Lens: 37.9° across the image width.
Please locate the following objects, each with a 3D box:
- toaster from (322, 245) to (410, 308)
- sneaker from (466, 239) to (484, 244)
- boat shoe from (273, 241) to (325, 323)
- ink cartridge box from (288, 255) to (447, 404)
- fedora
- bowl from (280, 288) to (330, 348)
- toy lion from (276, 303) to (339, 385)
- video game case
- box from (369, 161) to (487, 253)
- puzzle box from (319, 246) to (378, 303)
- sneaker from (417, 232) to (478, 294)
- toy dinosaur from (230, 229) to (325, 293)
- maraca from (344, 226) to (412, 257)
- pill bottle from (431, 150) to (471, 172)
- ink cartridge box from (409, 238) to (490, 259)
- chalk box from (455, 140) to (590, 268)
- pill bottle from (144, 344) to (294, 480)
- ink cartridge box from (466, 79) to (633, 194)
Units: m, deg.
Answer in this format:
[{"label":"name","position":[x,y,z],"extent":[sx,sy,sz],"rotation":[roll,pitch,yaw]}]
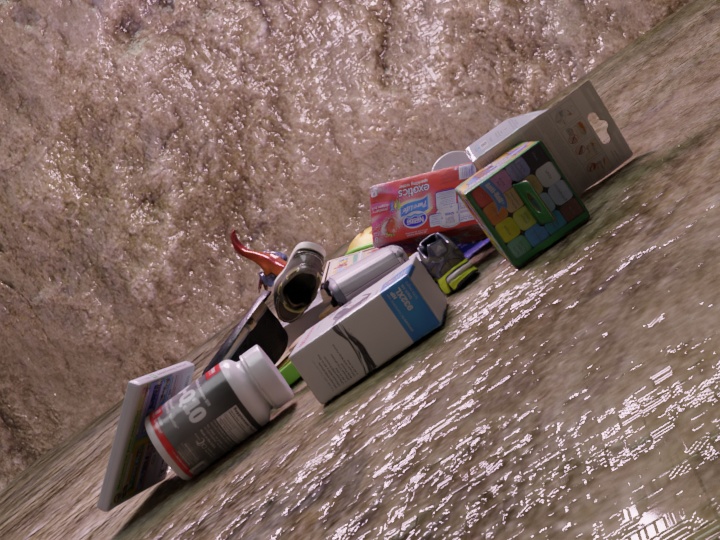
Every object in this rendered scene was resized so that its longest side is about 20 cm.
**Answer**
[{"label":"toaster","position":[0.023,0.034,1.604],"extent":[0.129,0.114,0.200],"rotation":[-30,3,-5]},{"label":"sneaker","position":[0.221,-0.100,1.700],"extent":[0.199,0.078,0.086],"rotation":[-14,11,27]},{"label":"boat shoe","position":[-0.109,0.033,1.780],"extent":[0.202,0.072,0.061],"rotation":[116,166,-50]},{"label":"ink cartridge box","position":[0.013,0.079,1.429],"extent":[0.199,0.084,0.145],"rotation":[-35,5,12]},{"label":"fedora","position":[-0.183,0.133,1.776],"extent":[0.201,0.091,0.201],"rotation":[-53,3,4]},{"label":"bowl","position":[-0.050,0.070,1.937],"extent":[0.199,0.075,0.200],"rotation":[-31,7,36]},{"label":"toy lion","position":[-0.097,0.144,1.719],"extent":[0.192,0.069,0.200],"rotation":[-41,3,29]},{"label":"video game case","position":[-0.324,0.247,1.595],"extent":[0.182,0.022,0.201],"rotation":[-16,-57,-72]},{"label":"box","position":[0.120,-0.094,1.639],"extent":[0.199,0.100,0.095],"rotation":[-11,-16,32]},{"label":"puzzle box","position":[0.000,0.000,1.806],"extent":[0.132,0.026,0.200],"rotation":[-18,13,6]},{"label":"sneaker","position":[0.124,-0.020,1.595],"extent":[0.074,0.081,0.200],"rotation":[-36,5,-5]},{"label":"toy dinosaur","position":[-0.150,0.013,1.922],"extent":[0.106,0.199,0.181],"rotation":[-64,18,-7]},{"label":"maraca","position":[0.062,-0.039,2.017],"extent":[0.199,0.108,0.137],"rotation":[-15,-13,33]},{"label":"pill bottle","position":[0.188,-0.151,1.906],"extent":[0.113,0.113,0.200],"rotation":[-35,-10,7]},{"label":"ink cartridge box","position":[0.127,-0.020,1.789],"extent":[0.199,0.041,0.200],"rotation":[-36,6,0]},{"label":"chalk box","position":[0.216,-0.090,1.406],"extent":[0.124,0.125,0.200],"rotation":[-35,4,5]},{"label":"pill bottle","position":[-0.205,0.204,1.540],"extent":[0.199,0.114,0.114],"rotation":[-36,6,-3]},{"label":"ink cartridge box","position":[0.278,-0.173,1.541],"extent":[0.199,0.160,0.047],"rotation":[-35,34,10]}]
